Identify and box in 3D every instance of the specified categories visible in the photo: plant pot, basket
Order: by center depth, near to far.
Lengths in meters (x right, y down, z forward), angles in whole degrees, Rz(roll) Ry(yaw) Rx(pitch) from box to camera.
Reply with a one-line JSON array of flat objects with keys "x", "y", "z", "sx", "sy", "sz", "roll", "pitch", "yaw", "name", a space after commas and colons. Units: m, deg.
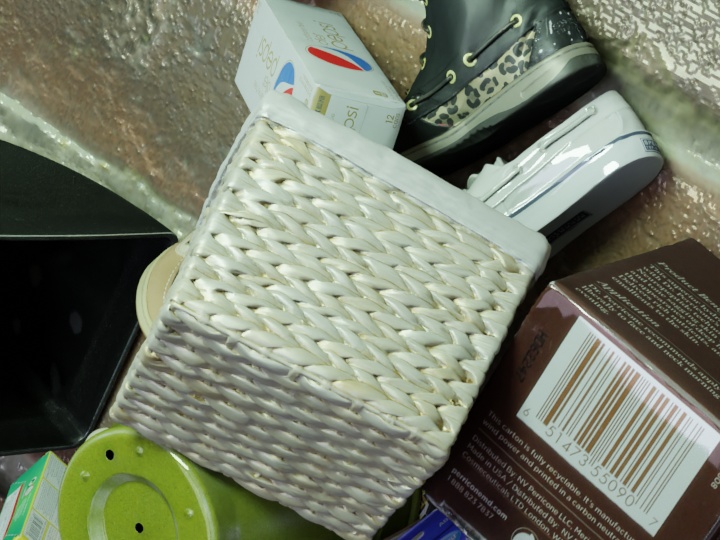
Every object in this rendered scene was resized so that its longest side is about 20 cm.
[{"x": -0.022, "y": 0.036, "z": 1.383, "sx": 0.199, "sy": 0.162, "sz": 0.198, "roll": 27, "pitch": 151, "yaw": -4, "name": "basket"}, {"x": -0.092, "y": 0.148, "z": 1.524, "sx": 0.199, "sy": 0.192, "sz": 0.202, "roll": 6, "pitch": 101, "yaw": 31, "name": "plant pot"}, {"x": -0.289, "y": 0.007, "z": 1.701, "sx": 0.177, "sy": 0.199, "sz": 0.201, "roll": 43, "pitch": 119, "yaw": 33, "name": "plant pot"}]

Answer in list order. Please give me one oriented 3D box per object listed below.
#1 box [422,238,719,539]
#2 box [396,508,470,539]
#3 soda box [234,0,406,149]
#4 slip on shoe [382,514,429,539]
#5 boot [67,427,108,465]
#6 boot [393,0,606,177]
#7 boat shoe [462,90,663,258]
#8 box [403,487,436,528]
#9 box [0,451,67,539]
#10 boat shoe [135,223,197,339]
[{"x": 0.178, "y": 0.104, "z": 1.390, "sx": 0.166, "sy": 0.199, "sz": 0.165, "roll": 41, "pitch": 117, "yaw": 22, "name": "box"}, {"x": 0.074, "y": 0.230, "z": 1.468, "sx": 0.119, "sy": 0.200, "sz": 0.041, "roll": -40, "pitch": 43, "yaw": -4, "name": "box"}, {"x": -0.029, "y": -0.116, "z": 1.505, "sx": 0.200, "sy": 0.063, "sz": 0.069, "roll": -120, "pitch": 44, "yaw": -63, "name": "soda box"}, {"x": 0.025, "y": 0.200, "z": 1.512, "sx": 0.060, "sy": 0.199, "sz": 0.077, "roll": 14, "pitch": 121, "yaw": 42, "name": "slip on shoe"}, {"x": -0.145, "y": 0.203, "z": 1.703, "sx": 0.075, "sy": 0.107, "sz": 0.201, "roll": -32, "pitch": 105, "yaw": 9, "name": "boot"}, {"x": 0.053, "y": -0.152, "z": 1.514, "sx": 0.203, "sy": 0.073, "sz": 0.155, "roll": -28, "pitch": 78, "yaw": 33, "name": "boot"}, {"x": 0.100, "y": -0.041, "z": 1.492, "sx": 0.199, "sy": 0.074, "sz": 0.066, "roll": -32, "pitch": 66, "yaw": 12, "name": "boat shoe"}, {"x": -0.027, "y": 0.148, "z": 1.625, "sx": 0.200, "sy": 0.049, "sz": 0.160, "roll": -44, "pitch": 76, "yaw": 30, "name": "box"}, {"x": -0.167, "y": 0.229, "z": 1.594, "sx": 0.048, "sy": 0.118, "sz": 0.200, "roll": -40, "pitch": 106, "yaw": 20, "name": "box"}, {"x": -0.094, "y": -0.003, "z": 1.559, "sx": 0.064, "sy": 0.200, "sz": 0.071, "roll": -36, "pitch": 105, "yaw": 28, "name": "boat shoe"}]
